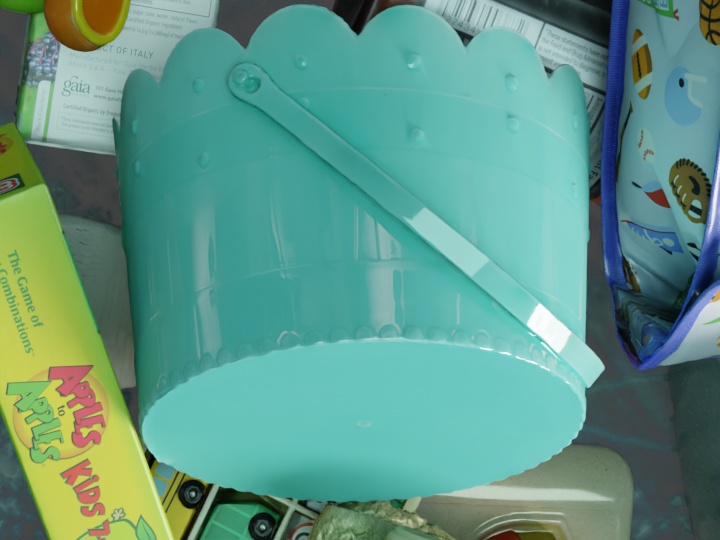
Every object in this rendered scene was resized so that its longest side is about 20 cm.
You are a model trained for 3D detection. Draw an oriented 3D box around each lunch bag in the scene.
[{"bbox_3d":[0.191,-0.055,1.086,0.169,0.124,0.201,-8,125,-19],"label":"lunch bag"}]

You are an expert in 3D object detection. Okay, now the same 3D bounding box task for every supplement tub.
[{"bbox_3d":[0.090,-0.092,1.168,0.199,0.107,0.108,21,92,-11],"label":"supplement tub"}]

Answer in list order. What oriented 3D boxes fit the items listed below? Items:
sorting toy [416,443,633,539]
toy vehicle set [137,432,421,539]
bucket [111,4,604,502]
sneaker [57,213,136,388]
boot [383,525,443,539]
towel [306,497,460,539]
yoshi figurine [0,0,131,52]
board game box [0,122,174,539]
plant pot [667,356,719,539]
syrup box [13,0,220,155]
[{"bbox_3d":[0.030,0.178,1.223,0.183,0.036,0.202,3,95,-9],"label":"sorting toy"},{"bbox_3d":[-0.027,0.069,1.180,0.124,0.027,0.201,26,82,-1],"label":"toy vehicle set"},{"bbox_3d":[0.000,0.000,1.060,0.205,0.207,0.136,1,66,-9],"label":"bucket"},{"bbox_3d":[-0.165,-0.001,1.148,0.198,0.089,0.076,9,103,-17],"label":"sneaker"},{"bbox_3d":[0.047,0.213,1.111,0.200,0.072,0.167,39,77,-37],"label":"boot"},{"bbox_3d":[0.036,0.190,1.166,0.199,0.036,0.149,25,87,-34],"label":"towel"},{"bbox_3d":[-0.194,-0.128,1.081,0.199,0.112,0.113,10,101,34],"label":"yoshi figurine"},{"bbox_3d":[-0.121,0.051,1.072,0.047,0.102,0.201,-21,110,-8],"label":"board game box"},{"bbox_3d":[0.251,0.120,1.180,0.195,0.196,0.202,-6,108,-8],"label":"plant pot"},{"bbox_3d":[-0.096,-0.151,1.145,0.081,0.079,0.202,7,95,-9],"label":"syrup box"}]
